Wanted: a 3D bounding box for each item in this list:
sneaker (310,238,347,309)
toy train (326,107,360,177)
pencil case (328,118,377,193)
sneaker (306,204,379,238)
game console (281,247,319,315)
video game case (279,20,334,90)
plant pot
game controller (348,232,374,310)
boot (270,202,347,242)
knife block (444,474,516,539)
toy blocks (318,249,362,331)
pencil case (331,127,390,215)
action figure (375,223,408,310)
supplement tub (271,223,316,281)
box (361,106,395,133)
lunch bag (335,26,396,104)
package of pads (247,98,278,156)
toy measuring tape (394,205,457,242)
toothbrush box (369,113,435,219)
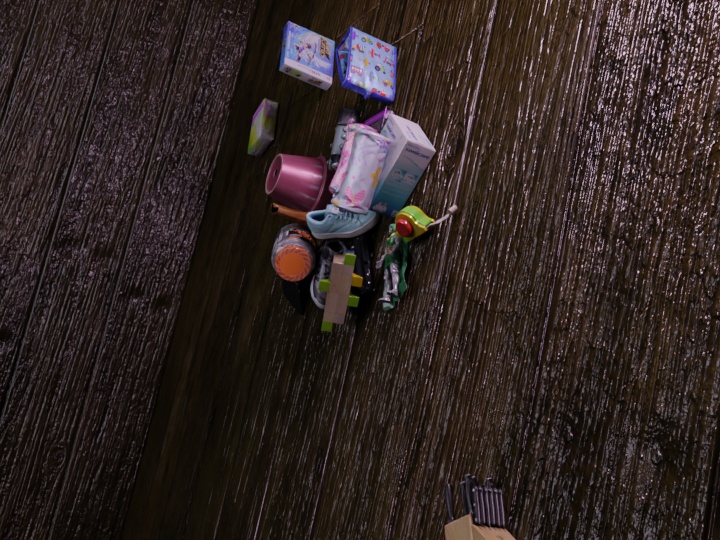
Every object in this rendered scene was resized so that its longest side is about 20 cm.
[{"bbox_3d":[-0.083,-0.004,1.839,0.114,0.075,0.200,118,160,-57],"label":"sneaker"},{"bbox_3d":[-0.045,-0.359,1.950,0.114,0.085,0.201,88,-166,-75],"label":"toy train"},{"bbox_3d":[-0.022,-0.290,1.823,0.087,0.087,0.201,24,99,64],"label":"pencil case"},{"bbox_3d":[-0.052,-0.133,1.778,0.200,0.082,0.074,-11,46,24],"label":"sneaker"},{"bbox_3d":[-0.177,0.011,2.111,0.176,0.116,0.200,-43,28,-5],"label":"game console"},{"bbox_3d":[-0.179,-0.733,2.368,0.045,0.181,0.201,-36,44,50],"label":"video game case"},{"bbox_3d":[-0.182,-0.264,2.098,0.200,0.179,0.200,-41,41,49],"label":"plant pot"},{"bbox_3d":[0.000,0.000,1.749,0.104,0.042,0.200,113,158,-48],"label":"game controller"},{"bbox_3d":[-0.134,-0.145,1.905,0.069,0.200,0.188,-68,26,7],"label":"boot"},{"bbox_3d":[0.173,0.433,1.100,0.176,0.064,0.201,31,103,64],"label":"knife block"},{"bbox_3d":[-0.052,0.035,1.708,0.137,0.100,0.201,-92,13,-72],"label":"toy blocks"},{"bbox_3d":[0.002,-0.227,1.617,0.091,0.083,0.200,23,97,28],"label":"pencil case"},{"bbox_3d":[0.074,-0.022,1.590,0.118,0.055,0.200,-44,34,51],"label":"action figure"},{"bbox_3d":[-0.182,-0.048,1.914,0.200,0.122,0.123,-99,33,-70],"label":"supplement tub"},{"bbox_3d":[0.030,-0.329,1.877,0.143,0.036,0.201,-7,68,63],"label":"box"},{"bbox_3d":[0.020,-0.542,1.888,0.094,0.150,0.200,-46,36,44],"label":"lunch bag"},{"bbox_3d":[-0.401,-0.591,2.865,0.154,0.068,0.201,-36,45,54],"label":"package of pads"},{"bbox_3d":[0.129,-0.118,1.503,0.200,0.073,0.074,-31,49,56],"label":"toy measuring tape"},{"bbox_3d":[0.079,-0.251,1.670,0.200,0.085,0.147,-61,29,26],"label":"toothbrush box"}]
